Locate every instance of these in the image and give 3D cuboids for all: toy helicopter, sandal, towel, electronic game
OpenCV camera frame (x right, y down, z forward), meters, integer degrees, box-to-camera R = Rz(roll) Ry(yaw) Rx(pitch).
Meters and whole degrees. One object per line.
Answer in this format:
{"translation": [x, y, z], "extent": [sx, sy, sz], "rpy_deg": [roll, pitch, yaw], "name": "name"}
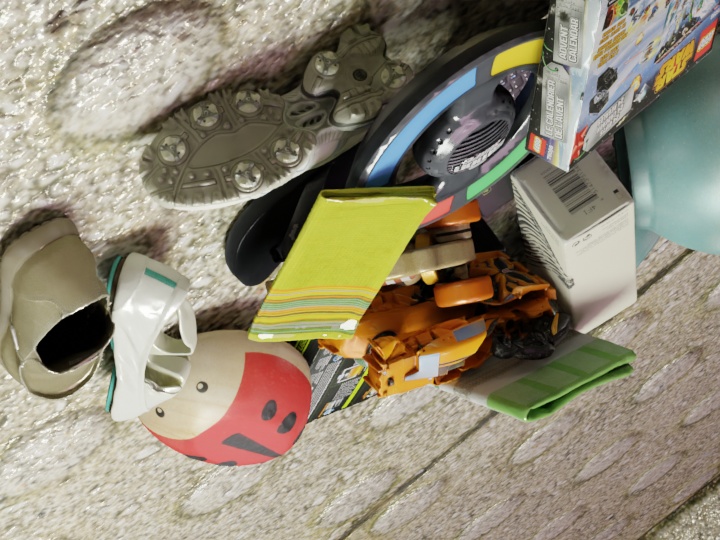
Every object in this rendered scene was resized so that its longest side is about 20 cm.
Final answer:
{"translation": [0.000, 0.000, 1.321], "extent": [0.199, 0.080, 0.132], "rpy_deg": [-12, -178, -44], "name": "toy helicopter"}
{"translation": [-0.030, -0.054, 1.257], "extent": [0.200, 0.043, 0.076], "rpy_deg": [-47, 156, 25], "name": "sandal"}
{"translation": [0.110, 0.076, 1.425], "extent": [0.149, 0.199, 0.031], "rpy_deg": [-22, 118, -38], "name": "towel"}
{"translation": [0.072, -0.095, 1.163], "extent": [0.199, 0.042, 0.200], "rpy_deg": [-33, 159, -14], "name": "electronic game"}
{"translation": [-0.016, 0.000, 1.189], "extent": [0.085, 0.018, 0.200], "rpy_deg": [-5, 153, -22], "name": "towel"}

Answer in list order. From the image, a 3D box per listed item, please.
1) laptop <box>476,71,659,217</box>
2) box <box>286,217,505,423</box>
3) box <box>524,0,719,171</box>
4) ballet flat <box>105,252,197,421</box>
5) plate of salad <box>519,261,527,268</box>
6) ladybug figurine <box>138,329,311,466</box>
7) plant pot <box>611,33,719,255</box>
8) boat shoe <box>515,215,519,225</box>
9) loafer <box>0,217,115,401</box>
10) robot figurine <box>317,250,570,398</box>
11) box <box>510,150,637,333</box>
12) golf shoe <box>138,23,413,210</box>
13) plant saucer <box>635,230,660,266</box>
{"translation": [0.151, -0.133, 1.275], "extent": [0.177, 0.103, 0.201], "rpy_deg": [-33, 131, -4], "name": "laptop"}
{"translation": [0.015, 0.052, 1.535], "extent": [0.192, 0.048, 0.200], "rpy_deg": [-22, 153, -36], "name": "box"}
{"translation": [0.188, -0.171, 1.151], "extent": [0.200, 0.040, 0.138], "rpy_deg": [-38, 147, -39], "name": "box"}
{"translation": [-0.154, 0.060, 1.257], "extent": [0.069, 0.070, 0.201], "rpy_deg": [-26, 154, -23], "name": "ballet flat"}
{"translation": [0.137, 0.032, 1.606], "extent": [0.200, 0.048, 0.200], "rpy_deg": [-42, 177, -2], "name": "plate of salad"}
{"translation": [-0.107, 0.112, 1.408], "extent": [0.135, 0.072, 0.200], "rpy_deg": [-34, 151, 19], "name": "ladybug figurine"}
{"translation": [0.289, -0.103, 1.467], "extent": [0.133, 0.202, 0.201], "rpy_deg": [-7, 157, 3], "name": "plant pot"}
{"translation": [0.178, -0.056, 1.518], "extent": [0.072, 0.070, 0.200], "rpy_deg": [-53, 157, 15], "name": "boat shoe"}
{"translation": [-0.207, 0.044, 1.162], "extent": [0.075, 0.068, 0.200], "rpy_deg": [-28, 157, -19], "name": "loafer"}
{"translation": [0.074, 0.039, 1.393], "extent": [0.199, 0.145, 0.059], "rpy_deg": [-19, 123, -27], "name": "robot figurine"}
{"translation": [0.177, -0.025, 1.395], "extent": [0.068, 0.082, 0.200], "rpy_deg": [-32, 154, -5], "name": "box"}
{"translation": [-0.055, -0.081, 1.133], "extent": [0.199, 0.079, 0.097], "rpy_deg": [-26, 162, -21], "name": "golf shoe"}
{"translation": [0.237, -0.011, 1.635], "extent": [0.200, 0.036, 0.200], "rpy_deg": [-50, 180, 0], "name": "plant saucer"}
